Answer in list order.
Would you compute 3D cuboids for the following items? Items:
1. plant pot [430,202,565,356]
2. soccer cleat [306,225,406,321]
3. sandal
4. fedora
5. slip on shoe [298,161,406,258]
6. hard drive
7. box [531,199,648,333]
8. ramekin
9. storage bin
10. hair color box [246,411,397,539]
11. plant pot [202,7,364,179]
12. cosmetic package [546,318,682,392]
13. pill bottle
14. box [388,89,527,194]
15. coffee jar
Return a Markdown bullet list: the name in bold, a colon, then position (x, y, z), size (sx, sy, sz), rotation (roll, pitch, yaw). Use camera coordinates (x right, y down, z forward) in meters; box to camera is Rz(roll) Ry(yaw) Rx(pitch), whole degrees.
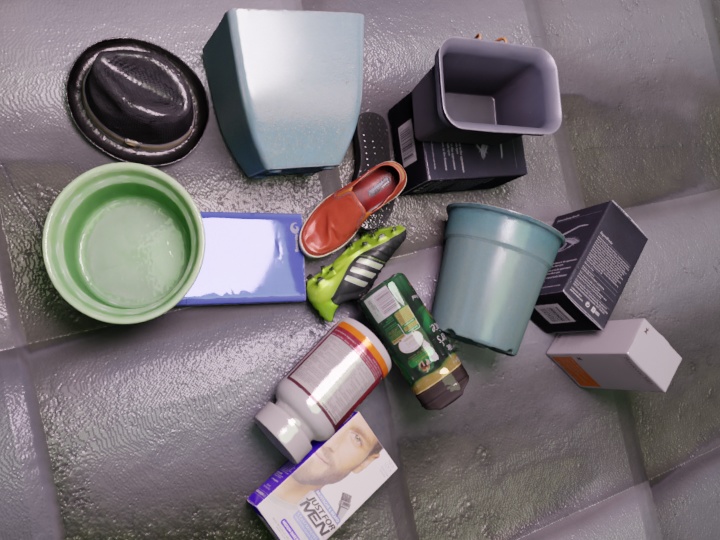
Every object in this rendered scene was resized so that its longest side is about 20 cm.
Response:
- **plant pot**: position (0.205, 0.020, 1.059), size (0.197, 0.200, 0.200), rotation (19, 85, -19)
- **soccer cleat**: position (0.000, 0.000, 1.039), size (0.199, 0.067, 0.082), rotation (-37, 117, -23)
- **sandal**: position (0.017, -0.156, 1.073), size (0.074, 0.048, 0.205), rotation (9, 70, -20)
- **fedora**: position (-0.303, -0.247, 0.916), size (0.196, 0.091, 0.206), rotation (3, 82, -23)
- **slip on shoe**: position (-0.013, -0.095, 0.991), size (0.199, 0.061, 0.075), rotation (-38, 89, 0)
- **hard drive**: position (-0.179, -0.018, 0.978), size (0.196, 0.025, 0.135), rotation (-1, 84, -23)
- **box**: position (0.379, -0.003, 1.150), size (0.104, 0.148, 0.202), rotation (40, 71, -13)
- **ramekin**: position (-0.302, -0.030, 0.872), size (0.195, 0.098, 0.205), rotation (1, 83, -12)
- **storage bin**: position (0.170, -0.254, 0.969), size (0.196, 0.134, 0.149), rotation (-2, 84, -24)
- **hair color box**: position (-0.054, 0.313, 0.971), size (0.199, 0.065, 0.110), rotation (-39, 98, -24)
- **plant pot**: position (-0.108, -0.241, 0.954), size (0.192, 0.196, 0.205), rotation (-7, 94, -24)
- **cosmetic package**: position (0.423, 0.144, 1.121), size (0.101, 0.199, 0.072), rotation (42, 70, -12)
- **pill bottle**: position (-0.054, 0.174, 0.962), size (0.200, 0.109, 0.110), rotation (-45, 101, -21)
- **box**: position (0.162, -0.214, 1.098), size (0.196, 0.104, 0.152), rotation (-5, 85, -24)
- **coffee jar**: position (0.082, 0.107, 0.984), size (0.084, 0.104, 0.202), rotation (-33, 83, 4)
